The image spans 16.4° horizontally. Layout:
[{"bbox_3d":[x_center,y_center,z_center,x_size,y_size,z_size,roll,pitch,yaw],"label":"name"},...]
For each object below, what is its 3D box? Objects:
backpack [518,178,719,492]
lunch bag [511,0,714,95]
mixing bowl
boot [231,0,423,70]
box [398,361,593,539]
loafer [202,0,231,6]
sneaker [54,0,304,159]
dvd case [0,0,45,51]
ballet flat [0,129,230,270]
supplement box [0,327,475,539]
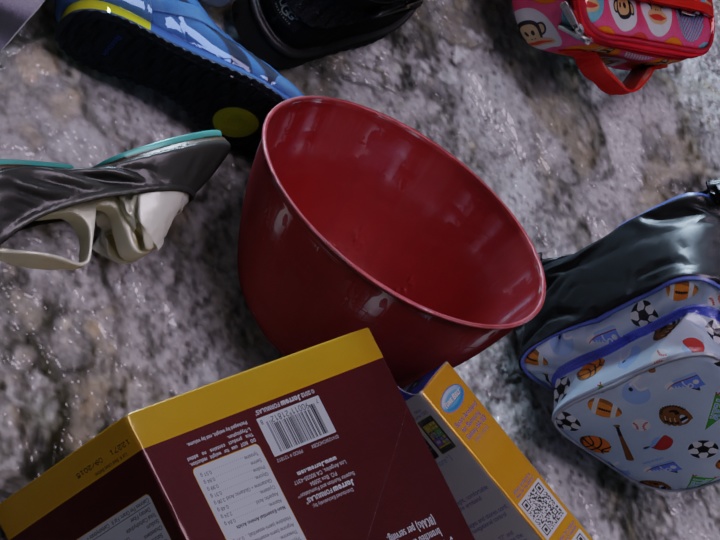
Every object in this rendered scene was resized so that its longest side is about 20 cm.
[{"bbox_3d":[0.220,0.055,1.647,0.190,0.200,0.155,28,53,-36],"label":"backpack"},{"bbox_3d":[0.183,-0.218,1.830,0.200,0.082,0.177,1,83,-53],"label":"lunch bag"},{"bbox_3d":[0.000,0.000,1.508,0.200,0.109,0.200,28,29,-17],"label":"mixing bowl"},{"bbox_3d":[0.025,-0.209,1.642,0.080,0.158,0.211,54,37,-4],"label":"boot"},{"bbox_3d":[0.055,0.143,1.480,0.200,0.119,0.041,52,42,-4],"label":"box"},{"bbox_3d":[-0.085,-0.260,1.636,0.069,0.075,0.201,11,58,-33],"label":"loafer"},{"bbox_3d":[-0.100,-0.139,1.555,0.200,0.066,0.079,29,45,-26],"label":"sneaker"},{"bbox_3d":[-0.225,-0.219,1.434,0.149,0.016,0.200,42,83,-17],"label":"dvd case"},{"bbox_3d":[-0.158,-0.035,1.444,0.199,0.068,0.069,-10,82,-35],"label":"ballet flat"},{"bbox_3d":[-0.051,0.167,1.357,0.197,0.133,0.201,-18,78,-47],"label":"supplement box"}]
